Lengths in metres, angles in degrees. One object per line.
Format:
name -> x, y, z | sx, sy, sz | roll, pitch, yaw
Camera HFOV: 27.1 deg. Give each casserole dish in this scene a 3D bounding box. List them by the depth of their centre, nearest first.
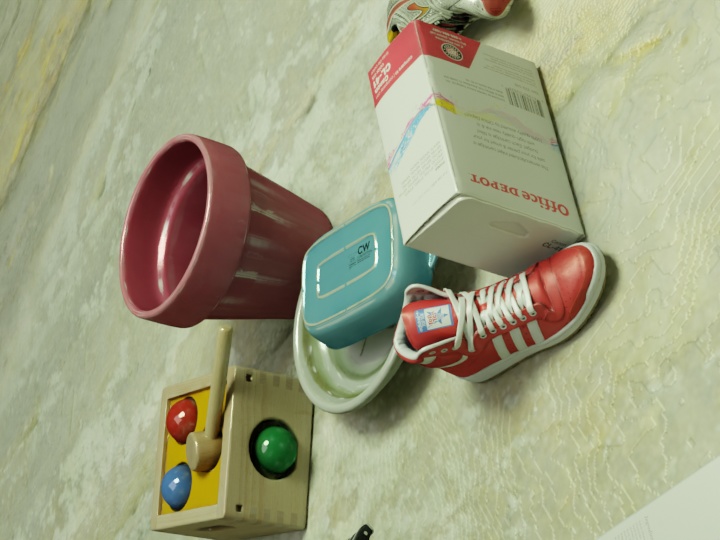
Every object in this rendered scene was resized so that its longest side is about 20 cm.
casserole dish -> 0.000, 0.000, 1.425 | 0.200, 0.039, 0.122 | -28, 55, 47

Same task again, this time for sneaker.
sneaker -> 0.110, 0.032, 1.270 | 0.200, 0.112, 0.072 | -41, 46, 40
sneaker -> 0.087, -0.251, 1.465 | 0.200, 0.077, 0.083 | 17, 95, 66

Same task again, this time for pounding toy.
pounding toy -> -0.140, 0.175, 1.557 | 0.200, 0.142, 0.185 | -21, 61, 51

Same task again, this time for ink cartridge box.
ink cartridge box -> 0.098, -0.105, 1.312 | 0.086, 0.147, 0.201 | -42, 45, 40

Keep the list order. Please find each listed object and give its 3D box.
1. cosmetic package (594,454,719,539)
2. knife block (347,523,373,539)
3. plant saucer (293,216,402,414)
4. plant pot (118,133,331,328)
cosmetic package -> 0.250, 0.190, 1.003 | 0.200, 0.112, 0.082 | -45, 43, 40
knife block -> -0.012, 0.315, 1.314 | 0.176, 0.064, 0.200 | -58, 10, -9
plant saucer -> 0.006, 0.046, 1.476 | 0.200, 0.050, 0.201 | -29, 54, 48
plant pot -> -0.136, -0.028, 1.600 | 0.200, 0.178, 0.201 | -27, 57, 49
